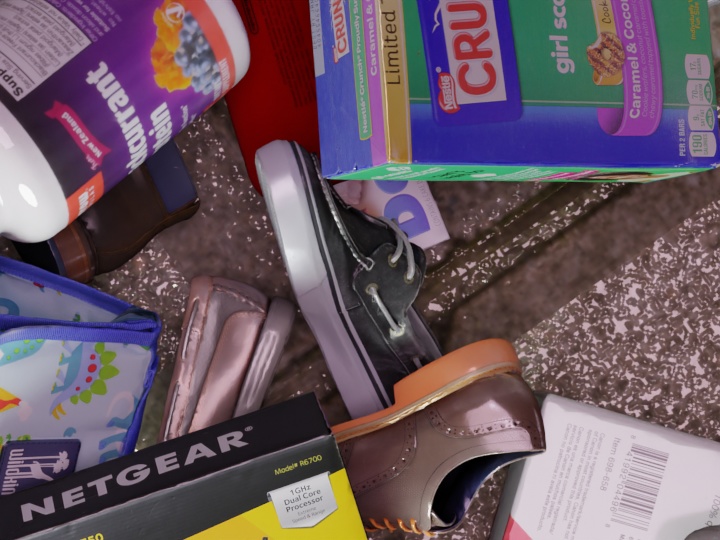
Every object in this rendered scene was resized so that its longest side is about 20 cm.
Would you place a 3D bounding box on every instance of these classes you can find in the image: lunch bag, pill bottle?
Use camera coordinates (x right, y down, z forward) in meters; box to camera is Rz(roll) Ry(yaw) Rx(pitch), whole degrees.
[{"bbox_3d":[-0.217,0.080,1.544,0.200,0.127,0.170,13,112,-7],"label":"lunch bag"},{"bbox_3d":[-0.162,-0.085,1.503,0.200,0.111,0.111,-42,91,-20],"label":"pill bottle"}]

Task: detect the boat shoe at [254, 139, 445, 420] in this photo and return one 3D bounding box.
[{"bbox_3d":[0.000,0.000,1.555,0.071,0.072,0.200,-20,134,3],"label":"boat shoe"}]

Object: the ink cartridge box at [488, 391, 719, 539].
[{"bbox_3d":[0.172,0.162,1.589,0.200,0.084,0.144,17,89,-1],"label":"ink cartridge box"}]

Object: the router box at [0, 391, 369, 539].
[{"bbox_3d":[-0.093,0.164,1.518,0.200,0.051,0.149,-19,119,-3],"label":"router box"}]

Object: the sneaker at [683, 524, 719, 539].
[{"bbox_3d":[0.258,0.118,1.523,0.200,0.076,0.092,-7,81,-11],"label":"sneaker"}]

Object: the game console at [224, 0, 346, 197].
[{"bbox_3d":[0.011,-0.157,1.570,0.172,0.119,0.200,-17,90,35],"label":"game console"}]

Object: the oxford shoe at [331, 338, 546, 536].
[{"bbox_3d":[0.010,0.116,1.564,0.200,0.071,0.073,-35,67,23],"label":"oxford shoe"}]

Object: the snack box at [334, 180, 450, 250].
[{"bbox_3d":[-0.023,-0.095,1.614,0.072,0.024,0.200,-23,90,-3],"label":"snack box"}]

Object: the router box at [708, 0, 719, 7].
[{"bbox_3d":[0.094,-0.203,1.606,0.200,0.049,0.180,-20,90,-2],"label":"router box"}]

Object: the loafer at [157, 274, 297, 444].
[{"bbox_3d":[-0.098,0.099,1.588,0.063,0.072,0.200,23,87,-2],"label":"loafer"}]

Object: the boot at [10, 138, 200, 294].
[{"bbox_3d":[-0.168,-0.091,1.601,0.097,0.075,0.200,-24,85,-23],"label":"boot"}]

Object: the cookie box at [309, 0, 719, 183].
[{"bbox_3d":[0.077,-0.131,1.496,0.200,0.075,0.171,-1,83,-28],"label":"cookie box"}]
